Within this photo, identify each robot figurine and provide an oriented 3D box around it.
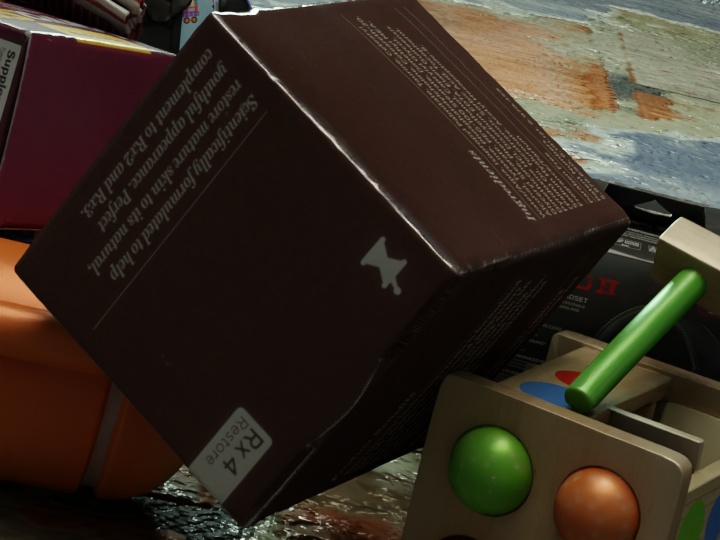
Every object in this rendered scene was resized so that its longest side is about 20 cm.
[{"bbox_3d":[-0.158,0.046,1.306,0.199,0.144,0.117,14,38,-9],"label":"robot figurine"}]

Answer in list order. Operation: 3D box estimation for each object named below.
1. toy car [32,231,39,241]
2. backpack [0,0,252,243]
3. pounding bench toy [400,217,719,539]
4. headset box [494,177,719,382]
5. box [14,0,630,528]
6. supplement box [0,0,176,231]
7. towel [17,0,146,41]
[{"bbox_3d":[-0.111,-0.014,1.550,0.150,0.176,0.200,-21,-2,29],"label":"toy car"},{"bbox_3d":[-0.165,-0.120,1.749,0.182,0.201,0.135,5,17,-25],"label":"backpack"},{"bbox_3d":[0.111,0.081,1.243,0.124,0.201,0.156,20,16,25],"label":"pounding bench toy"},{"bbox_3d":[0.131,0.043,1.377,0.148,0.201,0.077,14,33,3],"label":"headset box"},{"bbox_3d":[-0.013,-0.012,1.238,0.164,0.166,0.200,47,25,14],"label":"box"},{"bbox_3d":[-0.210,-0.093,1.389,0.200,0.104,0.131,21,9,33],"label":"supplement box"},{"bbox_3d":[-0.188,-0.152,1.480,0.144,0.023,0.200,31,-14,-2],"label":"towel"}]
